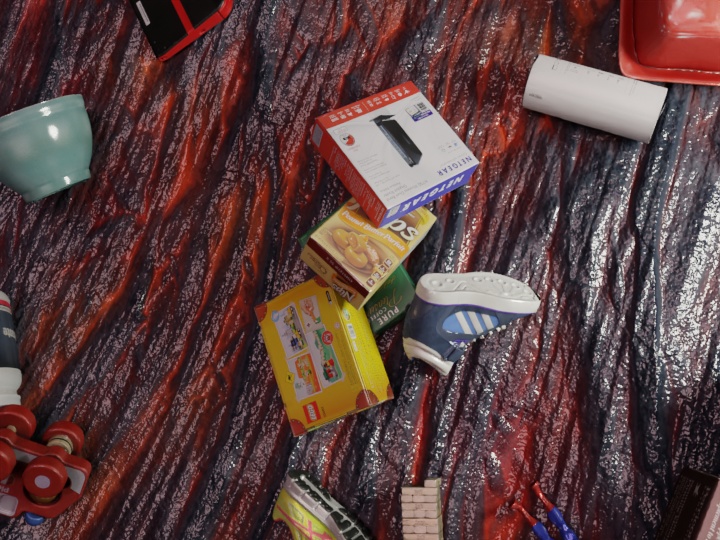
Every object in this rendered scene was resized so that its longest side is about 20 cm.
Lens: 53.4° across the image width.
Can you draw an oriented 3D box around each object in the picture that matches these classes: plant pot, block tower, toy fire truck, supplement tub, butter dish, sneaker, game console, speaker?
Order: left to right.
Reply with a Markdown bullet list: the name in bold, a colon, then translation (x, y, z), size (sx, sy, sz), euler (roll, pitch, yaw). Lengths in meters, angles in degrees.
- **supplement tub**: translation (-0.652, 0.145, 1.206), size (0.137, 0.140, 0.206), euler (-19, 76, 10)
- **toy fire truck**: translation (-0.544, 0.329, 1.154), size (0.196, 0.113, 0.171), euler (23, 113, -14)
- **plant pot**: translation (-0.545, -0.199, 1.230), size (0.195, 0.201, 0.138), euler (-19, 103, 10)
- **game console**: translation (-0.335, -0.506, 1.306), size (0.174, 0.031, 0.204), euler (-32, 73, 12)
- **sneaker**: translation (-0.051, 0.391, 1.048), size (0.199, 0.078, 0.091), euler (40, 99, 23)
- **block tower**: translation (0.090, 0.402, 1.013), size (0.056, 0.054, 0.207), euler (-3, 79, 13)
- **sneaker**: translation (0.156, 0.085, 1.055), size (0.194, 0.081, 0.150), euler (4, 118, -15)
- **speaker**: translation (0.343, -0.254, 1.055), size (0.195, 0.081, 0.083), euler (20, 85, 17)
- **butter dish**: translation (0.476, -0.379, 0.997), size (0.193, 0.148, 0.206), euler (5, 81, 2)

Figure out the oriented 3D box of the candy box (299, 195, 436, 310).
- **candy box**: translation (0.015, -0.049, 1.045), size (0.115, 0.056, 0.200), euler (41, 50, 4)

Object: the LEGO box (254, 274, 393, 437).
- **LEGO box**: translation (-0.056, 0.121, 1.062), size (0.146, 0.077, 0.205), euler (-25, 78, 28)

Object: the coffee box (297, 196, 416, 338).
- **coffee box**: translation (0.000, 0.000, 1.115), size (0.122, 0.044, 0.202), euler (-36, 73, 7)

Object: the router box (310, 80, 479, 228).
- **router box**: translation (0.053, -0.180, 1.077), size (0.197, 0.049, 0.181), euler (-28, 71, -32)

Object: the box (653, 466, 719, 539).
- **box**: translation (0.453, 0.352, 0.853), size (0.161, 0.200, 0.170), euler (24, 85, 17)

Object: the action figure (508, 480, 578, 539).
- **action figure**: translation (0.281, 0.383, 0.948), size (0.065, 0.099, 0.201), euler (-41, 75, 5)
